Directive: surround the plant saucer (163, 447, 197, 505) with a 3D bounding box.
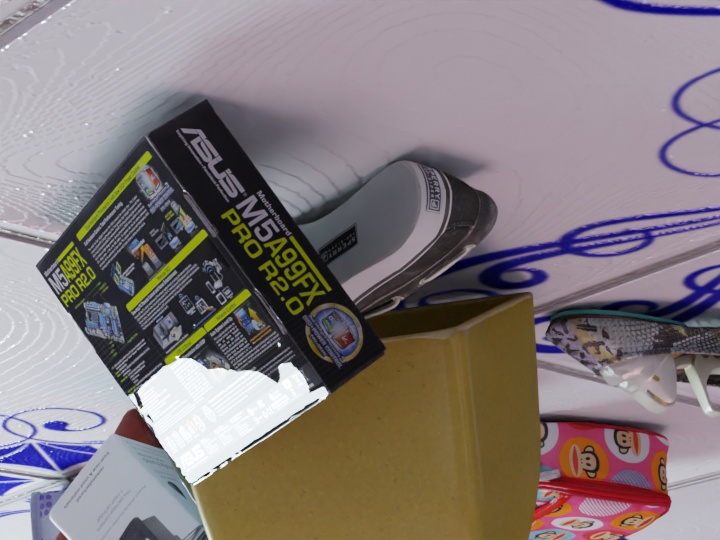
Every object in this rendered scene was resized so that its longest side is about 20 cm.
[{"bbox_3d":[-0.081,0.132,1.287,0.039,0.201,0.201,-32,154,7],"label":"plant saucer"}]

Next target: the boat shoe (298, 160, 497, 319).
[{"bbox_3d":[0.000,0.000,1.074,0.064,0.071,0.200,13,153,-34],"label":"boat shoe"}]

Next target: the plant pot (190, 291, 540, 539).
[{"bbox_3d":[0.013,0.133,1.165,0.195,0.200,0.194,-10,-177,19],"label":"plant pot"}]

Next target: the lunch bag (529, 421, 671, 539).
[{"bbox_3d":[0.155,0.186,1.601,0.176,0.082,0.200,10,155,-21],"label":"lunch bag"}]

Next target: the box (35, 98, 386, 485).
[{"bbox_3d":[-0.087,0.019,0.998,0.044,0.160,0.200,-34,177,-33],"label":"box"}]

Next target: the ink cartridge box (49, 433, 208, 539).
[{"bbox_3d":[-0.108,0.221,1.347,0.083,0.200,0.145,-52,150,4],"label":"ink cartridge box"}]

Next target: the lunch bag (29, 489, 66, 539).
[{"bbox_3d":[-0.201,0.293,1.649,0.170,0.200,0.127,-2,174,5],"label":"lunch bag"}]

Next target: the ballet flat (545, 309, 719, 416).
[{"bbox_3d":[0.226,0.067,1.283,0.200,0.072,0.072,4,159,-16],"label":"ballet flat"}]

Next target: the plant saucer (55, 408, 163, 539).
[{"bbox_3d":[-0.170,0.239,1.495,0.037,0.200,0.200,18,163,34],"label":"plant saucer"}]
